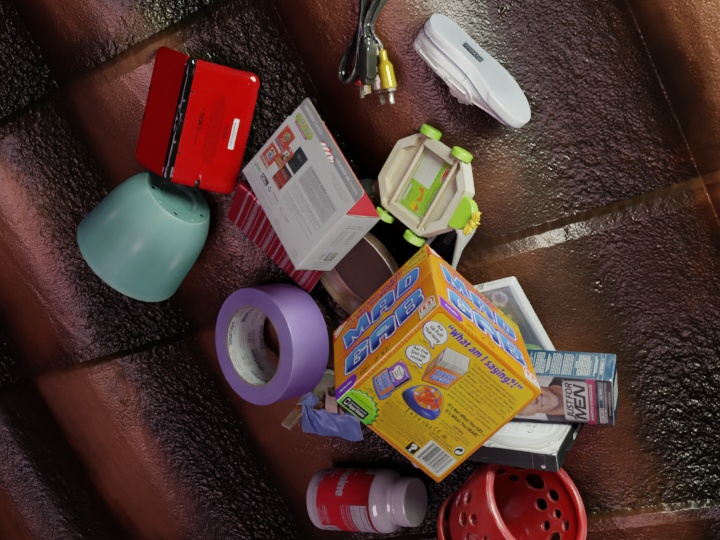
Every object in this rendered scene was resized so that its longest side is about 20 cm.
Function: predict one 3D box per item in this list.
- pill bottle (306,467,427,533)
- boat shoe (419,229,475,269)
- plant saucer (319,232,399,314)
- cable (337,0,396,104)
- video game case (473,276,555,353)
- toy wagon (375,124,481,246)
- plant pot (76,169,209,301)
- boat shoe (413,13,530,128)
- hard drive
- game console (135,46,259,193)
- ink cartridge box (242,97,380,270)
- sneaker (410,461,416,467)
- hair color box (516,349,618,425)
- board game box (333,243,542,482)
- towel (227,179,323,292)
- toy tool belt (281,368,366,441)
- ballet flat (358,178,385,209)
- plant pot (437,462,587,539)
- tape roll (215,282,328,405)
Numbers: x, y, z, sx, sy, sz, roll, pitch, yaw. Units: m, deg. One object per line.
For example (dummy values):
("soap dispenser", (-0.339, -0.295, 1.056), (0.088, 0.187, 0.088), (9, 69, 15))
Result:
("pill bottle", (0.013, 0.410, 1.910), (0.200, 0.112, 0.112), (-6, 113, 32))
("boat shoe", (0.111, -0.010, 1.642), (0.073, 0.065, 0.200), (29, 126, 13))
("plant saucer", (0.000, 0.000, 1.711), (0.200, 0.034, 0.200), (34, 145, 27))
("cable", (0.014, -0.343, 1.557), (0.097, 0.050, 0.200), (18, 112, 41))
("video game case", (0.196, 0.107, 1.654), (0.182, 0.023, 0.200), (-15, 122, 30))
("toy wagon", (0.107, -0.112, 1.558), (0.200, 0.040, 0.155), (41, 110, 35))
("plant pot", (-0.350, -0.074, 1.812), (0.201, 0.201, 0.161), (45, 117, 1))
("boat shoe", (0.154, -0.267, 1.491), (0.200, 0.074, 0.065), (51, 134, 9))
("hard drive", (0.235, 0.251, 1.677), (0.200, 0.140, 0.038), (2, 116, 30))
("game console", (-0.267, -0.245, 1.738), (0.172, 0.119, 0.200), (12, 104, -11))
("ink cartridge box", (-0.064, -0.130, 1.621), (0.176, 0.084, 0.200), (-45, 62, 31))
("sneaker", (0.106, 0.251, 1.782), (0.084, 0.075, 0.200), (-11, 136, 14))
("hair color box", (0.286, 0.175, 1.624), (0.200, 0.061, 0.100), (2, 130, 20))
("board game box", (0.101, 0.128, 1.511), (0.200, 0.200, 0.200), (41, 107, -18))
("towel", (-0.138, -0.056, 1.762), (0.200, 0.022, 0.145), (44, 157, 2))
("toy tool belt", (-0.027, 0.246, 1.836), (0.200, 0.123, 0.125), (1, 116, 29))
("ballet flat", (-0.031, -0.098, 1.691), (0.200, 0.057, 0.067), (-13, 109, 34))
("plant pot", (0.233, 0.410, 1.729), (0.200, 0.200, 0.182), (47, 132, 0))
("tape roll", (-0.153, 0.124, 1.822), (0.200, 0.085, 0.200), (7, 100, 43))
